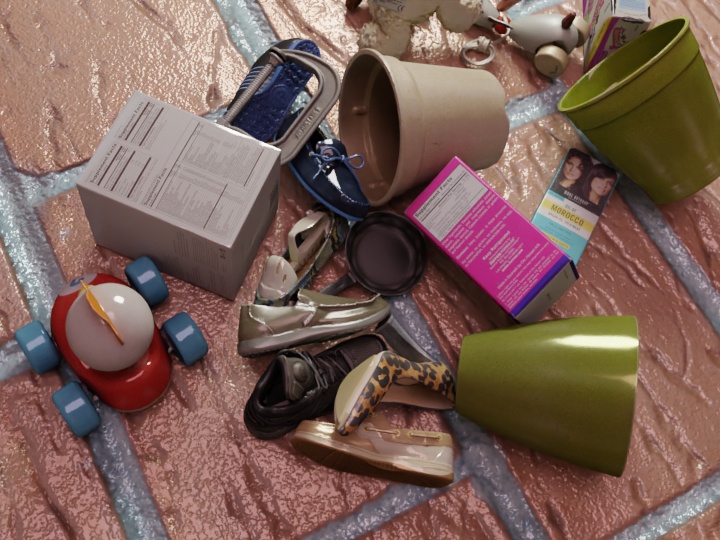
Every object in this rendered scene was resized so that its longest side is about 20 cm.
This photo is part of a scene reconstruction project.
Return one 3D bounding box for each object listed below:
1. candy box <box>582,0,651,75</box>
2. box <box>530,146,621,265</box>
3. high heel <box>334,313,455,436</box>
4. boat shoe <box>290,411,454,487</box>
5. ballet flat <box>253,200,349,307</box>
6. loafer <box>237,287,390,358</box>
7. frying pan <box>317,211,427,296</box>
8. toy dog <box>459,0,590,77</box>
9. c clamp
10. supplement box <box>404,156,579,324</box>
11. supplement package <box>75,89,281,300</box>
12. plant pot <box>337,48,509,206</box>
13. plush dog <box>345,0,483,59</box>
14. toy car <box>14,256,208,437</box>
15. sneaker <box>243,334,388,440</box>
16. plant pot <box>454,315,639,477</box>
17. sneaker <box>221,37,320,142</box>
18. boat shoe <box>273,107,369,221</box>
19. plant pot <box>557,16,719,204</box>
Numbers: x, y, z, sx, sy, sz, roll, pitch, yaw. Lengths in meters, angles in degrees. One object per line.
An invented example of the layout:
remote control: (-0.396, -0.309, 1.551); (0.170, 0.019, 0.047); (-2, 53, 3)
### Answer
candy box: (0.383, -0.411, 1.333); (0.060, 0.137, 0.202); (6, 64, -2)
box: (0.279, -0.068, 1.210); (0.082, 0.049, 0.201); (29, 66, 6)
high heel: (0.049, 0.156, 1.025); (0.143, 0.071, 0.200); (47, 38, -11)
boat shoe: (0.017, 0.202, 1.044); (0.197, 0.074, 0.070); (16, 60, -9)
ballet flat: (-0.087, -0.011, 1.124); (0.074, 0.074, 0.201); (29, 61, 7)
loafer: (-0.056, 0.051, 1.055); (0.198, 0.075, 0.071); (-11, 81, -25)
frying pan: (0.015, 0.009, 1.145); (0.114, 0.031, 0.191); (33, 67, -3)
toy dog: (0.247, -0.371, 1.311); (0.197, 0.097, 0.133); (9, 63, 3)
c clamp: (-0.129, -0.221, 1.156); (0.170, 0.027, 0.200); (38, 77, 16)
supplement box: (0.165, -0.034, 1.113); (0.103, 0.101, 0.200); (-45, 67, 4)
supplement package: (-0.219, -0.091, 1.100); (0.198, 0.152, 0.152); (22, 64, 3)
plant pot: (0.090, -0.195, 1.181); (0.181, 0.201, 0.203); (-8, 66, -23)
plush dog: (0.060, -0.425, 1.290); (0.198, 0.161, 0.173); (-25, 46, -2)
toy car: (-0.289, 0.058, 0.996); (0.183, 0.201, 0.177); (-32, 73, -20)
sneaker: (-0.045, 0.126, 1.046); (0.198, 0.115, 0.077); (-23, 71, -20)
plant pot: (0.216, 0.136, 1.054); (0.197, 0.188, 0.189); (6, 64, 12)
sneaker: (-0.137, -0.243, 1.231); (0.200, 0.078, 0.070); (-50, 124, -13)
boat shoe: (-0.050, -0.146, 1.156); (0.200, 0.084, 0.069); (47, 112, 29)
plant pot: (0.407, -0.204, 1.206); (0.200, 0.200, 0.194); (-43, 102, -22)
